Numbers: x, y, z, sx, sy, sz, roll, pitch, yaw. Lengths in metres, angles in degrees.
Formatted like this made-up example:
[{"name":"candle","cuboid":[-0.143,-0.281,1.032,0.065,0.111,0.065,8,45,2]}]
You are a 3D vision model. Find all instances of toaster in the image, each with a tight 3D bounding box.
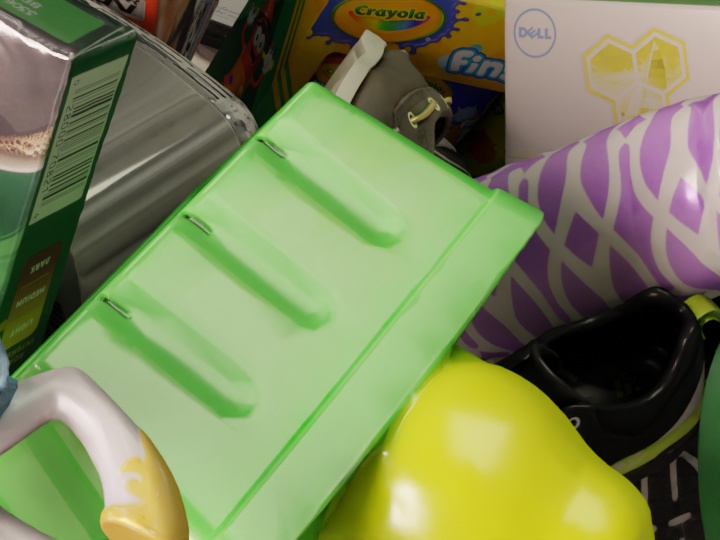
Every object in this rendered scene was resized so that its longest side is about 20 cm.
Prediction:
[{"name":"toaster","cuboid":[-0.128,-0.034,0.751,0.200,0.114,0.129,32,47,25]}]

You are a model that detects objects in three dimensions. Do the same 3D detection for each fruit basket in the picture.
[{"name":"fruit basket","cuboid":[-0.004,0.064,0.622,0.215,0.155,0.217,15,59,-27]}]

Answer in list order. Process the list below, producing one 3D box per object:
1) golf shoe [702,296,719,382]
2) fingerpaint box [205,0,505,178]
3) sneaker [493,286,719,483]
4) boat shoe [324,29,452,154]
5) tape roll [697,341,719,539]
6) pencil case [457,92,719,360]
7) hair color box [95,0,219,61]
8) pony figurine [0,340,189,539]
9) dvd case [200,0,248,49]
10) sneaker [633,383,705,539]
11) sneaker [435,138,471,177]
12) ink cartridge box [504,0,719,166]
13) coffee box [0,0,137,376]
[{"name":"golf shoe","cuboid":[0.122,0.014,0.860,0.199,0.073,0.092,-1,3,37]},{"name":"fingerpaint box","cuboid":[0.042,-0.105,0.979,0.199,0.167,0.074,9,52,-26]},{"name":"sneaker","cuboid":[0.051,0.058,0.721,0.199,0.083,0.072,-27,56,-21]},{"name":"boat shoe","cuboid":[0.003,-0.049,0.797,0.060,0.072,0.202,35,20,-5]},{"name":"tape roll","cuboid":[0.215,0.094,0.756,0.200,0.048,0.201,14,68,-39]},{"name":"pencil case","cuboid":[0.099,-0.014,0.792,0.085,0.199,0.084,5,74,-46]},{"name":"hair color box","cuboid":[-0.103,-0.137,0.876,0.064,0.200,0.111,22,70,0]},{"name":"pony figurine","cuboid":[-0.148,0.070,0.480,0.200,0.167,0.193,41,59,14]},{"name":"dvd case","cuboid":[-0.026,-0.159,1.177,0.142,0.018,0.200,20,25,17]},{"name":"sneaker","cuboid":[0.137,0.084,0.844,0.199,0.074,0.081,6,12,-30]},{"name":"sneaker","cuboid":[0.000,0.000,0.887,0.086,0.080,0.200,43,39,13]},{"name":"ink cartridge box","cuboid":[0.136,-0.120,0.849,0.145,0.201,0.048,8,19,32]},{"name":"coffee box","cuboid":[-0.159,-0.017,0.636,0.123,0.201,0.044,30,30,11]}]
